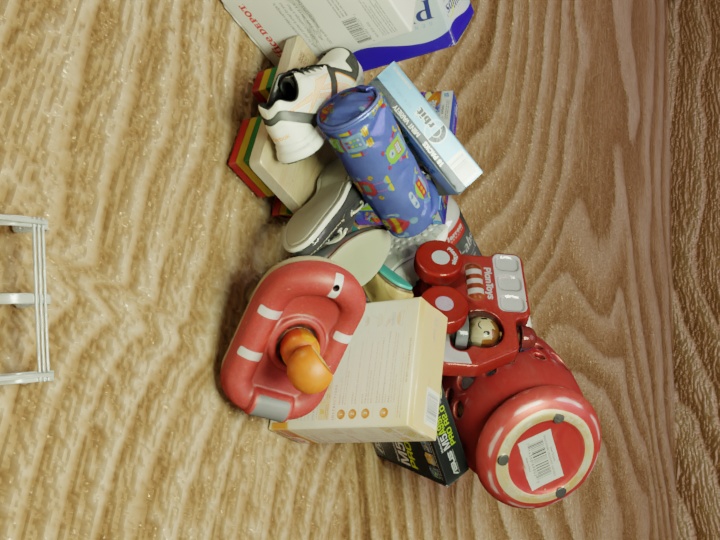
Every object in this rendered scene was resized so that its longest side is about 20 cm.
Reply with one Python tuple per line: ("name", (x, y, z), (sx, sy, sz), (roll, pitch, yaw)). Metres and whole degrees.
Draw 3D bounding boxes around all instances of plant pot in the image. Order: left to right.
("plant pot", (0.221, 0.206, 1.244), (0.202, 0.198, 0.183), (66, -6, -25))

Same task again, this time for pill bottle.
("pill bottle", (0.115, -0.046, 1.420), (0.201, 0.115, 0.117), (59, 38, -34))

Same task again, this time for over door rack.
("over door rack", (-0.315, 0.021, 0.718), (0.200, 0.066, 0.150), (19, 66, -79))

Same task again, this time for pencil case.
("pencil case", (0.028, -0.128, 1.069), (0.087, 0.078, 0.201), (-52, 133, -18))

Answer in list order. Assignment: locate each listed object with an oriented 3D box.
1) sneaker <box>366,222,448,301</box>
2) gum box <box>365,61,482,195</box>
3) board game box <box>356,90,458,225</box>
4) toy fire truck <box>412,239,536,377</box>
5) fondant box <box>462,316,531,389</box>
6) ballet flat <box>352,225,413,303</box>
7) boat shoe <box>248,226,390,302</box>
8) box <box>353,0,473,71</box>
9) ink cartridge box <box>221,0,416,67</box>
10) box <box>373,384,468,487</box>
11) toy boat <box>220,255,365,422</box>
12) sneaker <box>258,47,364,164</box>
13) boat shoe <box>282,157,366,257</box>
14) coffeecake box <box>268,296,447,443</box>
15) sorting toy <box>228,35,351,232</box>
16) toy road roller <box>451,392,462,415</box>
("sneaker", (0.053, 0.002, 1.307), (0.200, 0.076, 0.081), (-41, 130, -18))
("gum box", (0.065, -0.174, 1.166), (0.170, 0.044, 0.200), (50, -4, -7))
("board game box", (0.067, -0.166, 1.340), (0.045, 0.132, 0.203), (57, 37, -59))
("toy fire truck", (0.151, 0.053, 1.228), (0.113, 0.165, 0.202), (97, -6, -47))
("fondant box", (0.160, 0.101, 1.378), (0.058, 0.197, 0.146), (-30, 110, -72))
("ballet flat", (0.000, 0.000, 1.214), (0.068, 0.200, 0.064), (17, 110, -35))
("boat shoe", (-0.047, 0.000, 1.120), (0.199, 0.062, 0.072), (-35, 129, -28))
("box", (0.037, -0.408, 1.298), (0.201, 0.182, 0.105), (61, 36, -30))
("ink cartridge box", (-0.049, -0.343, 1.127), (0.145, 0.198, 0.085), (44, 45, -46))
("box", (0.054, 0.178, 1.227), (0.044, 0.159, 0.202), (-30, 113, -30))
("toy boat", (-0.065, 0.088, 1.001), (0.129, 0.131, 0.202), (19, 105, -28))
("sneaker", (-0.056, -0.215, 1.077), (0.080, 0.073, 0.201), (58, 38, -31))
("boat shoe", (-0.034, -0.068, 1.089), (0.061, 0.073, 0.201), (60, 29, -25))
("coffeecake box", (-0.003, 0.125, 1.104), (0.073, 0.198, 0.156), (36, 54, -49))
("sorting toy", (-0.076, -0.152, 1.167), (0.199, 0.069, 0.202), (47, 45, -45))
("toy road roller", (0.173, 0.158, 1.479), (0.145, 0.122, 0.202), (36, 51, -33))
